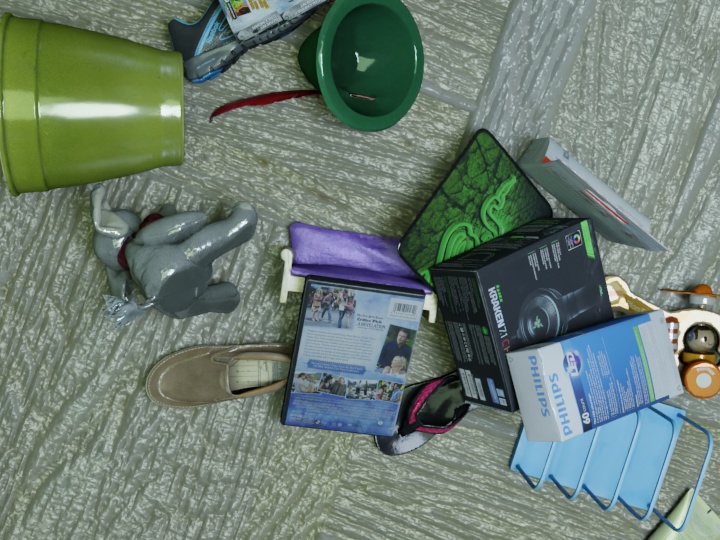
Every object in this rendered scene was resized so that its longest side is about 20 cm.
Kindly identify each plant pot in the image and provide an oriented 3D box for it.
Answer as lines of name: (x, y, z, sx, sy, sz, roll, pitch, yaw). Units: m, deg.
plant pot: (-0.296, -0.184, 1.060, 0.192, 0.200, 0.202, -1, 95, -12)

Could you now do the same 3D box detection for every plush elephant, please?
plush elephant: (-0.243, -0.024, 1.101, 0.199, 0.165, 0.155, -25, 56, -32)

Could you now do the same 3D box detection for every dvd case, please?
dvd case: (-0.011, 0.105, 1.113, 0.142, 0.018, 0.201, 8, 114, -9)

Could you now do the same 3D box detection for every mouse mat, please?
mouse mat: (0.143, -0.049, 1.127, 0.161, 0.008, 0.200, 44, 71, -25)

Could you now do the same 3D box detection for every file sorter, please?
file sorter: (0.309, 0.222, 1.158, 0.199, 0.123, 0.140, 17, 93, -4)

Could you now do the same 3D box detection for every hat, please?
hat: (-0.050, -0.255, 1.146, 0.199, 0.175, 0.167, -3, 100, -43)

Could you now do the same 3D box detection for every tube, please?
tube: (0.387, 0.380, 1.216, 0.200, 0.052, 0.058, -45, 137, -2)

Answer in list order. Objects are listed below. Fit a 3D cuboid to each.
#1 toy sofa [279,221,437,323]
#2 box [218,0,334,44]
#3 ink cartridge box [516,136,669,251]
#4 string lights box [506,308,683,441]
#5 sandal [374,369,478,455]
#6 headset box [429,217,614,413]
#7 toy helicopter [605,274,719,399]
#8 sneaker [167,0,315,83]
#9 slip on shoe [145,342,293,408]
toy sofa: (0.000, 0.000, 1.139, 0.199, 0.083, 0.098, 8, 95, -4)
box: (-0.119, -0.376, 1.084, 0.136, 0.040, 0.201, -24, 72, 0)
ink cartridge box: (0.274, -0.092, 1.089, 0.160, 0.200, 0.047, 38, 91, -6)
string lights box: (0.267, 0.116, 1.054, 0.199, 0.059, 0.103, -12, 88, -31)
sandal: (0.103, 0.167, 1.178, 0.199, 0.045, 0.075, -29, 96, -1)
headset box: (0.203, 0.045, 1.110, 0.199, 0.093, 0.175, -22, 104, -29)
toy helicopter: (0.388, 0.060, 1.175, 0.199, 0.079, 0.133, 31, 99, 7)
sneaker: (-0.134, -0.302, 1.109, 0.199, 0.073, 0.082, -29, 97, -1)
slip on shoe: (-0.167, 0.130, 1.151, 0.199, 0.061, 0.077, -5, 95, -3)
